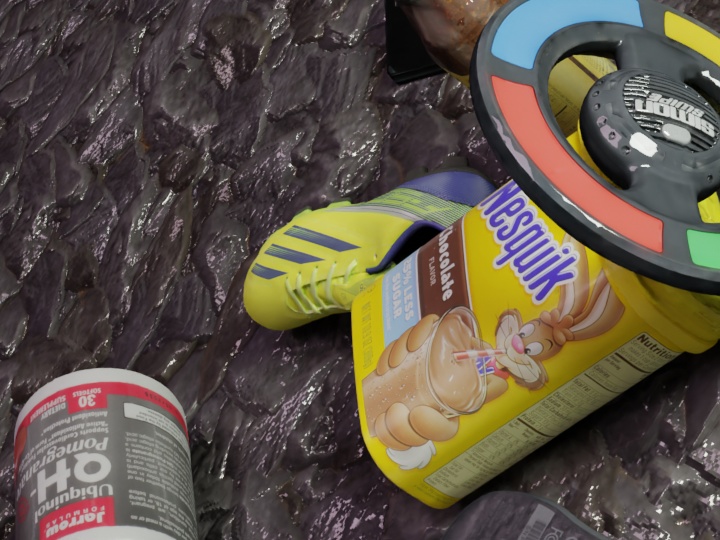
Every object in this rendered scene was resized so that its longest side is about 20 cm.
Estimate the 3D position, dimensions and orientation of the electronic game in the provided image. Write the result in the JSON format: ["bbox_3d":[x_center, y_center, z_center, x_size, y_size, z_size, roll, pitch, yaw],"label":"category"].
[{"bbox_3d":[0.145,-0.067,1.044,0.201,0.198,0.042,-93,25,-43],"label":"electronic game"}]

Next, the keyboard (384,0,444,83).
[{"bbox_3d":[0.094,-0.184,1.356,0.199,0.039,0.105,-11,76,45],"label":"keyboard"}]

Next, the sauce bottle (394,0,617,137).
[{"bbox_3d":[0.070,-0.132,1.178,0.066,0.200,0.066,-32,37,29],"label":"sauce bottle"}]

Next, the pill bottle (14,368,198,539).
[{"bbox_3d":[-0.150,0.164,1.275,0.110,0.110,0.201,-38,37,23],"label":"pill bottle"}]

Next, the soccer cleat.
[{"bbox_3d":[0.000,-0.001,1.271,0.199,0.065,0.084,-25,40,36],"label":"soccer cleat"}]

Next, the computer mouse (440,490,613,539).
[{"bbox_3d":[0.104,0.188,1.004,0.199,0.046,0.141,13,67,42],"label":"computer mouse"}]

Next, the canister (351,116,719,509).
[{"bbox_3d":[0.092,0.019,1.126,0.200,0.086,0.149,-37,37,27],"label":"canister"}]
